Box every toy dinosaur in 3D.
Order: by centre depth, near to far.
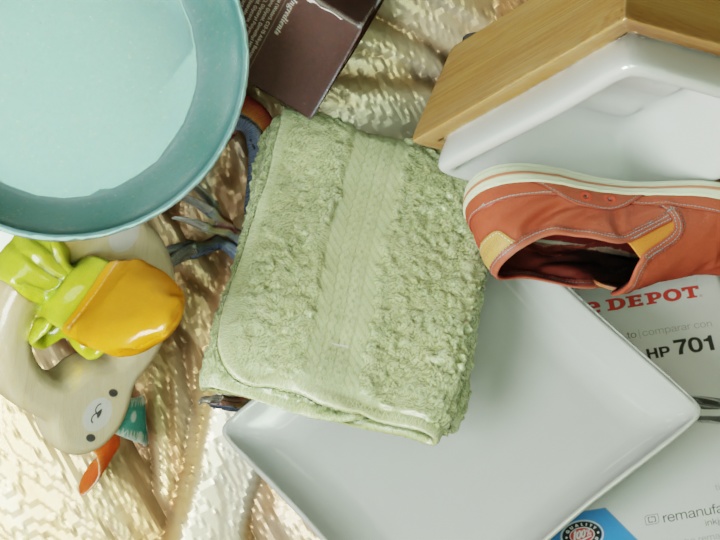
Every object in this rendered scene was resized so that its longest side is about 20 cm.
[{"bbox_3d":[-0.053,-0.007,1.536,0.199,0.105,0.182,13,81,-34],"label":"toy dinosaur"}]

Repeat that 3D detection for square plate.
[{"bbox_3d":[0.054,0.087,1.429,0.200,0.028,0.198,-40,53,-8],"label":"square plate"}]

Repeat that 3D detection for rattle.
[{"bbox_3d":[-0.122,0.066,1.445,0.142,0.130,0.201,15,127,29],"label":"rattle"}]

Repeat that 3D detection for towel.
[{"bbox_3d":[0.000,0.000,1.438,0.148,0.037,0.200,12,54,1],"label":"towel"}]

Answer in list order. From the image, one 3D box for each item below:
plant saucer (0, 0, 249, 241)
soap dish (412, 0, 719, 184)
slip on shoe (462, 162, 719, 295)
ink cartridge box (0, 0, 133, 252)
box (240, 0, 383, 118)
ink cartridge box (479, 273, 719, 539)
[{"bbox_3d":[-0.161,-0.113,1.408,0.199,0.036,0.201,1,85,-8],"label":"plant saucer"},{"bbox_3d":[0.146,-0.101,1.412,0.157,0.200,0.082,11,69,-29],"label":"soap dish"},{"bbox_3d":[0.153,-0.013,1.439,0.199,0.074,0.061,6,57,-17],"label":"slip on shoe"},{"bbox_3d":[-0.219,-0.070,1.488,0.129,0.125,0.200,45,90,-2],"label":"ink cartridge box"},{"bbox_3d":[-0.087,-0.180,1.492,0.200,0.100,0.075,29,119,0],"label":"box"},{"bbox_3d":[0.150,0.106,1.466,0.146,0.086,0.201,-10,55,-1],"label":"ink cartridge box"}]
